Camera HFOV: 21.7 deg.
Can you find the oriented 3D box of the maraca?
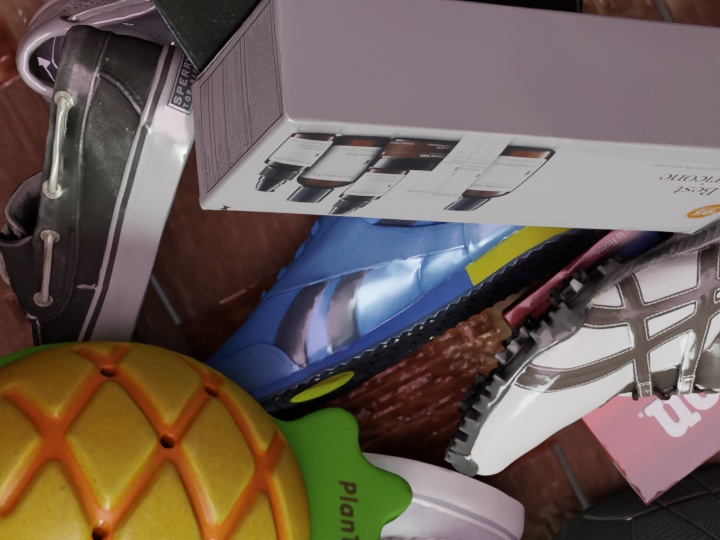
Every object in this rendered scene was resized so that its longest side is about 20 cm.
[{"bbox_3d":[-0.068,0.092,0.712,0.198,0.138,0.107,11,146,-21],"label":"maraca"}]

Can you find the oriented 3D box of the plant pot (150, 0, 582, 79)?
[{"bbox_3d":[-0.010,-0.168,0.634,0.197,0.200,0.180,-12,77,5],"label":"plant pot"}]

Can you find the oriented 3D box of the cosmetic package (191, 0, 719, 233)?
[{"bbox_3d":[0.049,-0.050,0.639,0.198,0.082,0.051,2,73,-24],"label":"cosmetic package"}]

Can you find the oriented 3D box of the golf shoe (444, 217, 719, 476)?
[{"bbox_3d":[0.122,0.027,0.745,0.200,0.078,0.095,-43,89,9],"label":"golf shoe"}]

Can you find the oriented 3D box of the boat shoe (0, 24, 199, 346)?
[{"bbox_3d":[-0.111,-0.016,0.752,0.063,0.071,0.201,17,131,-7],"label":"boat shoe"}]

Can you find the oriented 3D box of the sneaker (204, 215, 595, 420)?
[{"bbox_3d":[0.000,0.000,0.790,0.199,0.066,0.079,-32,78,15],"label":"sneaker"}]

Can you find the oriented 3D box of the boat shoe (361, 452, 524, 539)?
[{"bbox_3d":[-0.029,0.112,0.792,0.198,0.072,0.069,11,69,-13],"label":"boat shoe"}]

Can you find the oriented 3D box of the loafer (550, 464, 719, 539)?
[{"bbox_3d":[0.109,0.142,0.800,0.198,0.072,0.064,-19,118,-21],"label":"loafer"}]

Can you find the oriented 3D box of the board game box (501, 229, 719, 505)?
[{"bbox_3d":[0.168,-0.003,0.787,0.199,0.019,0.103,-39,93,8],"label":"board game box"}]

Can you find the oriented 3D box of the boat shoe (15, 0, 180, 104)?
[{"bbox_3d":[-0.040,-0.085,0.755,0.197,0.069,0.072,-5,104,2],"label":"boat shoe"}]
